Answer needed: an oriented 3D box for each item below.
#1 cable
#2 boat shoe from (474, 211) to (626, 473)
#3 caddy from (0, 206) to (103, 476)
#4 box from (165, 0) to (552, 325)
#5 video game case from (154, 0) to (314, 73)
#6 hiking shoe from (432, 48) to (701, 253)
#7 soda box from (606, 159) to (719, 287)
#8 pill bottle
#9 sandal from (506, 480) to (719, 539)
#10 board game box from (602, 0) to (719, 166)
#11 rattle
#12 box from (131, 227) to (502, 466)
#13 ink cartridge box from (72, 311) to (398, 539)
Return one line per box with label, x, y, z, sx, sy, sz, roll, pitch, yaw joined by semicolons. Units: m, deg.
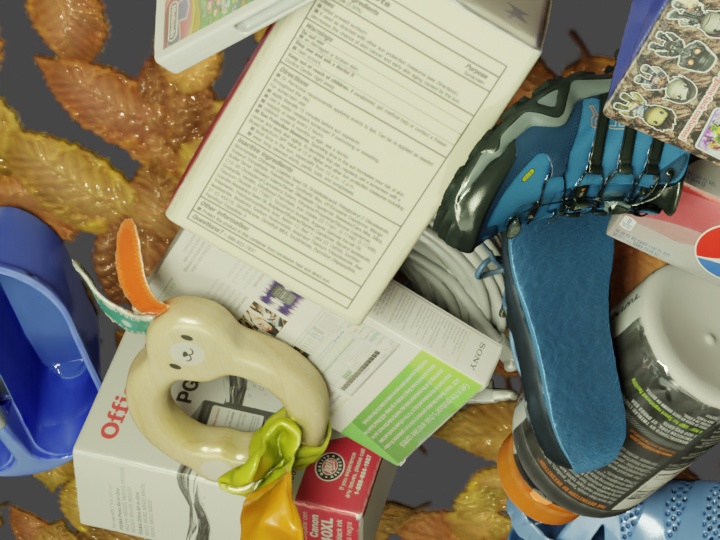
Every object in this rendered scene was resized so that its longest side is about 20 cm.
cable;0.000;0.000;1.340;0.200;0.069;0.200;-3;133;25
boat shoe;0.105;0.019;1.259;0.084;0.200;0.069;-1;179;-21
caddy;-0.251;0.055;1.438;0.141;0.105;0.200;-14;131;6
box;0.000;-0.094;1.163;0.128;0.109;0.200;30;119;-6
video game case;-0.026;-0.198;1.078;0.200;0.143;0.018;-23;143;34
hiking shoe;0.129;-0.060;1.122;0.087;0.200;0.074;49;157;17
soda box;0.246;-0.020;1.219;0.200;0.070;0.063;24;136;-4
pill bottle;0.165;0.088;1.338;0.106;0.106;0.200;31;137;-12
sandal;0.177;0.171;1.448;0.200;0.080;0.087;-11;126;29
board game box;0.240;-0.119;1.049;0.200;0.160;0.097;23;138;-4
rattle;-0.107;0.088;1.259;0.130;0.143;0.200;2;142;33
box;-0.029;0.034;1.292;0.200;0.036;0.144;32;148;-6
ink cartridge box;-0.077;0.112;1.428;0.200;0.145;0.083;12;139;9
